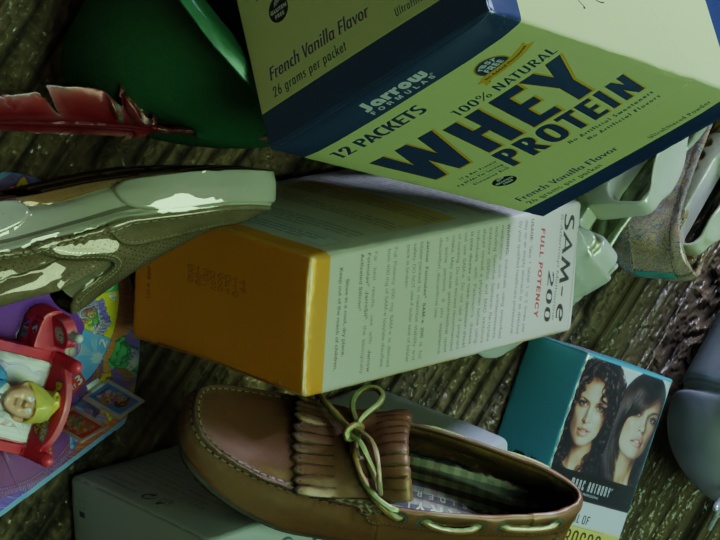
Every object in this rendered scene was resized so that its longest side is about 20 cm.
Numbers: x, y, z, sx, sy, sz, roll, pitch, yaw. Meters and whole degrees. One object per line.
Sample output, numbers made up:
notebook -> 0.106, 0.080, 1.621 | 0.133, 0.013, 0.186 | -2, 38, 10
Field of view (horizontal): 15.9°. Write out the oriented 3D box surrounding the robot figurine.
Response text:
robot figurine -> 0.260, 0.066, 1.569 | 0.200, 0.113, 0.170 | -59, 156, -12

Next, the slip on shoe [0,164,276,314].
slip on shoe -> -0.134, -0.011, 1.190 | 0.199, 0.076, 0.061 | -10, 98, -24

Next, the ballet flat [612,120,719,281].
ballet flat -> 0.219, -0.078, 1.521 | 0.068, 0.067, 0.200 | 36, 78, -48

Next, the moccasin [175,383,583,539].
moccasin -> 0.010, 0.095, 1.233 | 0.201, 0.078, 0.074 | 22, 45, -11

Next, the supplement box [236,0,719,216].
supplement box -> 0.050, -0.154, 1.198 | 0.199, 0.134, 0.201 | 12, 57, -47

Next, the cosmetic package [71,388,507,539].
cosmetic package -> -0.031, 0.189, 1.346 | 0.200, 0.123, 0.200 | -16, 113, -39

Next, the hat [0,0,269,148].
hat -> -0.120, -0.076, 1.237 | 0.176, 0.166, 0.200 | -39, 114, 15

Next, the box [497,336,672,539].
box -> 0.110, 0.144, 1.503 | 0.082, 0.049, 0.201 | 18, 91, -43

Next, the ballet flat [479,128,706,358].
ballet flat -> 0.131, -0.032, 1.459 | 0.200, 0.069, 0.069 | -54, 130, -15

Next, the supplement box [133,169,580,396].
supplement box -> 0.000, 0.000, 1.300 | 0.200, 0.126, 0.074 | -12, 111, -44

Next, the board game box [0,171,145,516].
board game box -> -0.178, 0.052, 1.230 | 0.200, 0.039, 0.158 | -37, 124, -28
